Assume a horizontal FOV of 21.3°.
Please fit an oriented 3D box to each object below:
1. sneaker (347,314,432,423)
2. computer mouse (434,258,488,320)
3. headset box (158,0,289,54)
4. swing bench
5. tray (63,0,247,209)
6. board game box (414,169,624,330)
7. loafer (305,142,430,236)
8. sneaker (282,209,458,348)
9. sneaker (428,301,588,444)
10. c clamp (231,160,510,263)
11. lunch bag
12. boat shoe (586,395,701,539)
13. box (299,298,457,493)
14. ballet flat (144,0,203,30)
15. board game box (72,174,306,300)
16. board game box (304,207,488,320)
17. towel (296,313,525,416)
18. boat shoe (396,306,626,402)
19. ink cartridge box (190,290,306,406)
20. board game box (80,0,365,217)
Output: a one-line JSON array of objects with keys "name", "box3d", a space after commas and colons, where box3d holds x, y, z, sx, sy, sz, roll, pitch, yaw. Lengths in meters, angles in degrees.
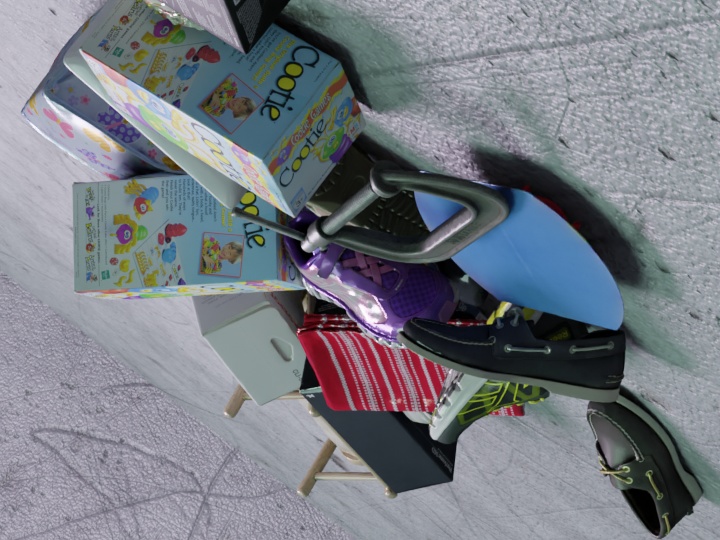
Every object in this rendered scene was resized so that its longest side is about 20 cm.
[{"name": "sneaker", "box3d": [0.060, 0.083, 1.873, 0.087, 0.076, 0.200, 4, 151, 35]}, {"name": "computer mouse", "box3d": [0.085, 0.029, 1.751, 0.058, 0.034, 0.200, 25, 154, 8]}, {"name": "headset box", "box3d": [-0.151, -0.265, 1.396, 0.199, 0.075, 0.149, 32, 165, 21]}, {"name": "swing bench", "box3d": [-0.032, 0.119, 2.122, 0.129, 0.201, 0.199, -3, 146, 29]}, {"name": "tray", "box3d": [-0.154, -0.158, 1.682, 0.200, 0.108, 0.022, 41, 157, -14]}, {"name": "board game box", "box3d": [0.133, -0.030, 1.520, 0.199, 0.039, 0.158, 14, 148, 48]}, {"name": "loafer", "box3d": [-0.017, -0.074, 1.659, 0.199, 0.076, 0.067, 38, 175, 16]}, {"name": "sneaker", "box3d": [0.000, 0.000, 1.695, 0.199, 0.081, 0.089, 27, 163, 44]}, {"name": "sneaker", "box3d": [0.129, 0.098, 1.705, 0.084, 0.075, 0.200, 30, 131, -6]}, {"name": "c clamp", "box3d": [0.015, -0.041, 1.487, 0.170, 0.027, 0.200, 19, 156, -24]}, {"name": "lunch bag", "box3d": [-0.215, -0.139, 1.858, 0.199, 0.128, 0.169, 34, 167, -14]}, {"name": "boat shoe", "box3d": [0.262, 0.185, 1.819, 0.071, 0.061, 0.201, 22, 159, 46]}, {"name": "box", "box3d": [0.026, 0.118, 2.002, 0.078, 0.142, 0.200, -13, 137, 29]}, {"name": "ballet flat", "box3d": [-0.172, -0.240, 1.515, 0.199, 0.076, 0.064, 29, -155, 30]}, {"name": "board game box", "box3d": [-0.157, -0.031, 1.790, 0.198, 0.106, 0.103, -3, 174, 15]}, {"name": "board game box", "box3d": [0.021, -0.006, 1.865, 0.200, 0.035, 0.135, 45, 164, -25]}, {"name": "towel", "box3d": [0.048, 0.093, 1.812, 0.198, 0.023, 0.145, 1, 142, 17]}, {"name": "boat shoe", "box3d": [0.130, 0.059, 1.613, 0.198, 0.063, 0.073, 13, -167, -10]}, {"name": "ink cartridge box", "box3d": [-0.122, 0.018, 2.009, 0.145, 0.083, 0.201, 55, -169, -47]}, {"name": "board game box", "box3d": [-0.111, -0.150, 1.567, 0.199, 0.105, 0.103, 32, 166, 25]}]
